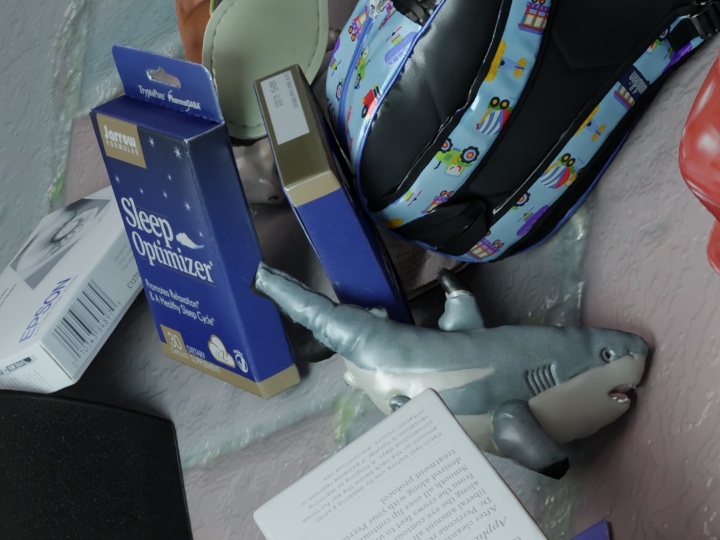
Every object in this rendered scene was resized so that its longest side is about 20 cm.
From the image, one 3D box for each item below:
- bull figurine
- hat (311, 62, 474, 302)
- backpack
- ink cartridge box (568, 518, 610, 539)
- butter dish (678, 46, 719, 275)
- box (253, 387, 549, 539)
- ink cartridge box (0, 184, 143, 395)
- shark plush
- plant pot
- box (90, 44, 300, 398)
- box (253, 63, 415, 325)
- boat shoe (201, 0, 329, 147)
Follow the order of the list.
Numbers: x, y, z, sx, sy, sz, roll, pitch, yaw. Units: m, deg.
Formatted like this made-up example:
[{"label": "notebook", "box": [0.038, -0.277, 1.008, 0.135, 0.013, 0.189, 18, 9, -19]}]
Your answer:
[{"label": "bull figurine", "box": [-0.068, -0.135, 1.779, 0.121, 0.065, 0.200, -37, 47, 21]}, {"label": "hat", "box": [0.015, -0.081, 1.620, 0.200, 0.081, 0.201, -29, 47, 37]}, {"label": "backpack", "box": [0.067, -0.113, 1.491, 0.200, 0.182, 0.135, -58, 43, 13]}, {"label": "ink cartridge box", "box": [0.050, 0.242, 1.389, 0.200, 0.047, 0.198, -39, 40, 33]}, {"label": "butter dish", "box": [0.223, -0.075, 1.292, 0.200, 0.148, 0.200, -59, 35, 5]}, {"label": "box", "box": [0.061, 0.181, 1.278, 0.106, 0.152, 0.200, -35, 46, -3]}, {"label": "ink cartridge box", "box": [-0.211, 0.024, 1.805, 0.200, 0.041, 0.200, -25, 24, 41]}, {"label": "shark plush", "box": [0.042, 0.040, 1.432, 0.091, 0.200, 0.083, 31, -101, -81]}, {"label": "plant pot", "box": [-0.229, 0.184, 1.669, 0.200, 0.177, 0.200, -41, 40, 26]}, {"label": "box", "box": [-0.102, -0.030, 1.648, 0.032, 0.200, 0.121, -25, 23, -26]}, {"label": "box", "box": [0.000, 0.000, 1.500, 0.032, 0.200, 0.121, -22, 33, 3]}, {"label": "boat shoe", "box": [-0.055, -0.152, 1.686, 0.061, 0.072, 0.202, 119, 166, -59]}]
